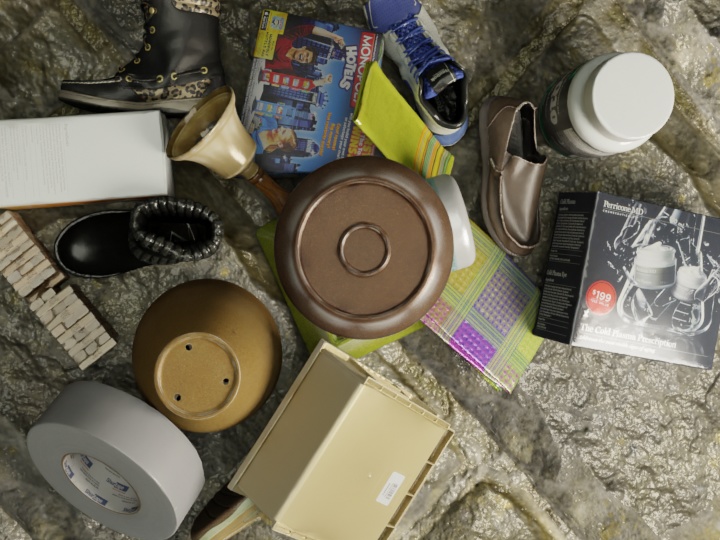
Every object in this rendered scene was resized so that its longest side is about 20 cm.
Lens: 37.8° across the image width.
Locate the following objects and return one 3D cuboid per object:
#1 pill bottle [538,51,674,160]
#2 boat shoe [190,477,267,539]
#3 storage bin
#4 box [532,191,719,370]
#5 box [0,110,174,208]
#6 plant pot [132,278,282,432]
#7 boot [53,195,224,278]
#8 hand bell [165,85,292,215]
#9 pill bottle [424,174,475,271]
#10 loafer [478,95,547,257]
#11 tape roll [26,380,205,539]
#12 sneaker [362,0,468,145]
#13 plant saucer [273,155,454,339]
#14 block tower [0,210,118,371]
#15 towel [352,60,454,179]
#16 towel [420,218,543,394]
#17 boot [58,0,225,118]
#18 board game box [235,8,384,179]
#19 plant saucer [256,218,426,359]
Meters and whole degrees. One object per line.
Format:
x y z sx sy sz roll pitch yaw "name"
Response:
0.287 -0.192 1.233 0.112 0.200 0.114 0 91 -5 "pill bottle"
-0.114 0.278 1.280 0.200 0.072 0.076 -40 111 -2 "boat shoe"
-0.013 0.219 1.233 0.198 0.093 0.201 34 87 -43 "storage bin"
0.332 0.011 1.277 0.198 0.104 0.184 10 90 -16 "box"
-0.321 -0.125 1.215 0.198 0.124 0.099 -5 93 -6 "box"
-0.182 0.107 1.200 0.184 0.200 0.189 0 92 -4 "plant pot"
-0.259 -0.038 1.207 0.209 0.158 0.080 -10 93 -5 "boot"
-0.116 -0.106 1.205 0.104 0.104 0.200 -49 120 -2 "hand bell"
0.025 -0.033 1.206 0.198 0.111 0.112 -16 93 0 "pill bottle"
0.189 -0.116 1.280 0.072 0.071 0.202 -11 93 -33 "loafer"
-0.278 0.218 1.196 0.200 0.200 0.066 36 50 -5 "tape roll"
0.082 -0.249 1.255 0.080 0.115 0.201 -27 94 -5 "sneaker"
0.004 -0.023 1.137 0.198 0.032 0.203 0 94 -1 "plant saucer"
-0.370 0.024 1.252 0.054 0.058 0.201 -38 93 -3 "block tower"
0.054 -0.152 1.225 0.018 0.200 0.087 -7 58 31 "towel"
0.143 0.037 1.285 0.200 0.023 0.144 41 69 -15 "towel"
-0.254 -0.260 1.244 0.198 0.073 0.152 1 93 -9 "boot"
-0.038 -0.189 1.256 0.198 0.062 0.202 13 91 4 "board game box"
0.000 0.000 1.289 0.198 0.048 0.202 -25 94 -4 "plant saucer"
